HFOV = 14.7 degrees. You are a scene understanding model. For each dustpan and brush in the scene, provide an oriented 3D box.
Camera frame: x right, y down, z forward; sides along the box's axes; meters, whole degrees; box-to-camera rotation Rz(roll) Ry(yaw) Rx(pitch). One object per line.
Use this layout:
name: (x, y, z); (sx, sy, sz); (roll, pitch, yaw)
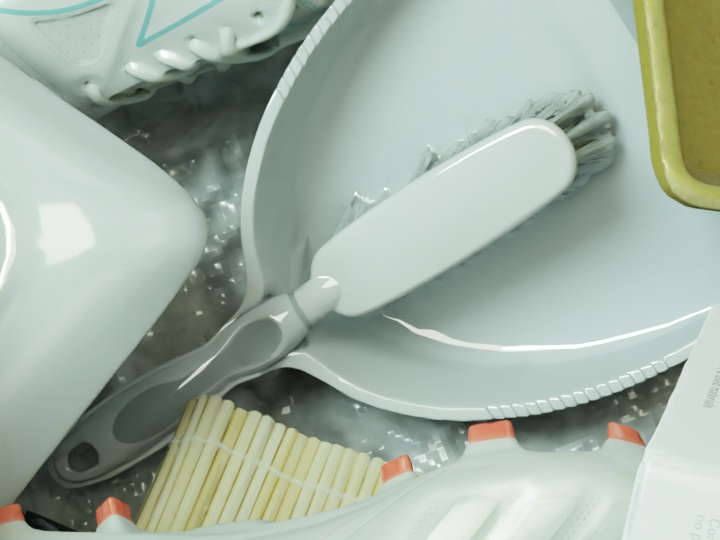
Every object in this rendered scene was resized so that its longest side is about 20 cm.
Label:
dustpan and brush: (0.000, 0.000, 0.769); (0.199, 0.057, 0.140); (-32, 95, 15)

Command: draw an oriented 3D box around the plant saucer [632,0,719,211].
plant saucer: (0.148, -0.091, 0.783); (0.199, 0.048, 0.201); (7, 66, -25)

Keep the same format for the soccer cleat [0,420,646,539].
soccer cleat: (-0.005, 0.089, 0.675); (0.199, 0.069, 0.078); (-8, 61, -3)

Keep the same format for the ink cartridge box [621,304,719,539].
ink cartridge box: (0.148, 0.104, 0.582); (0.199, 0.125, 0.129); (15, 106, 9)

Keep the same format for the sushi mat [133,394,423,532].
sushi mat: (-0.034, 0.125, 0.692); (0.095, 0.012, 0.201); (18, 55, 7)

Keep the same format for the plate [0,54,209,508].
plate: (-0.171, 0.008, 0.712); (0.199, 0.032, 0.200); (37, 87, 15)

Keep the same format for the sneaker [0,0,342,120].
sneaker: (-0.053, -0.080, 0.771); (0.080, 0.070, 0.200); (44, 111, 6)

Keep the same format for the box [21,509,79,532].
box: (-0.034, 0.172, 0.715); (0.199, 0.046, 0.160); (22, 70, 10)
